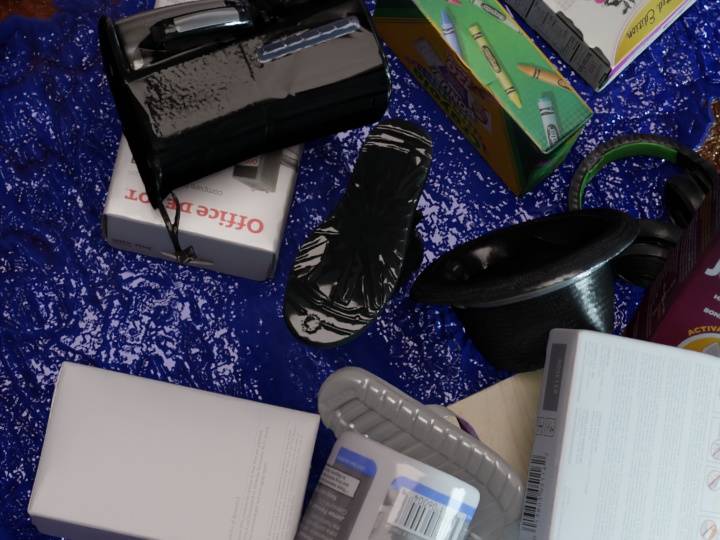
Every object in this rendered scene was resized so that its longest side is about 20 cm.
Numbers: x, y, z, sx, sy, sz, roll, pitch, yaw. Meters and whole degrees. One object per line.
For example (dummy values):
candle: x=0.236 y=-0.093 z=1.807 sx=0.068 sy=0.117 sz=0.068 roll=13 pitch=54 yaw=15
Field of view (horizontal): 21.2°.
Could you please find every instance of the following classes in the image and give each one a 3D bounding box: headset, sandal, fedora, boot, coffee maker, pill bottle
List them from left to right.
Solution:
coffee maker: x=-0.081 y=-0.129 z=1.469 sx=0.199 sy=0.135 sz=0.194 roll=-18 pitch=102 yaw=-11
pill bottle: x=-0.002 y=0.227 z=1.371 sx=0.113 sy=0.114 sz=0.201 roll=24 pitch=85 yaw=1
boot: x=0.000 y=0.000 z=1.489 sx=0.076 sy=0.168 sz=0.201 roll=20 pitch=65 yaw=7
sandal: x=0.060 y=0.137 z=1.451 sx=0.202 sy=0.083 sz=0.050 roll=41 pitch=32 yaw=-1
fedora: x=0.138 y=0.022 z=1.506 sx=0.199 sy=0.201 sz=0.092 roll=-23 pitch=103 yaw=-11
headset: x=0.263 y=-0.026 z=1.590 sx=0.200 sy=0.094 sz=0.124 roll=39 pitch=74 yaw=21

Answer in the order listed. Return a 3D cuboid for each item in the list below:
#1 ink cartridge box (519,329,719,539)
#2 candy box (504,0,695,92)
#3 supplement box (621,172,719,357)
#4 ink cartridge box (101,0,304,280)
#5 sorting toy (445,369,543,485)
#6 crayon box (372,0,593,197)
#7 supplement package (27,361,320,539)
ink cartridge box: x=0.223 y=0.138 z=1.436 sx=0.199 sy=0.047 sz=0.161 roll=12 pitch=84 yaw=-26
candy box: x=0.184 y=-0.272 z=1.639 sx=0.136 sy=0.061 sz=0.200 roll=-43 pitch=84 yaw=-15
supplement box: x=0.291 y=0.025 z=1.493 sx=0.110 sy=0.201 sz=0.086 roll=23 pitch=36 yaw=-4
ink cartridge box: x=-0.117 y=-0.110 z=1.555 sx=0.146 sy=0.083 sz=0.202 roll=12 pitch=74 yaw=-3
sorting toy: x=0.133 y=0.191 z=1.509 sx=0.198 sy=0.070 sz=0.201 roll=-23 pitch=78 yaw=-11
crayon box: x=0.096 y=-0.167 z=1.573 sx=0.058 sy=0.119 sz=0.200 roll=-38 pitch=82 yaw=-14
supplement package: x=-0.141 y=0.155 z=1.464 sx=0.198 sy=0.121 sz=0.121 roll=12 pitch=75 yaw=-3
